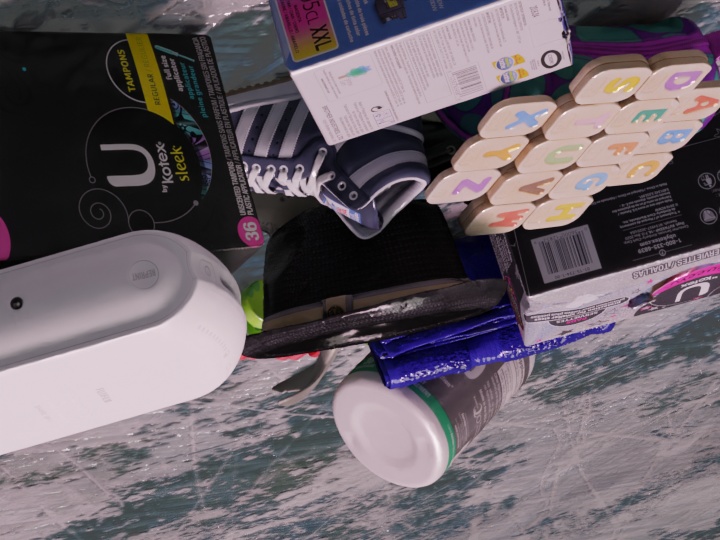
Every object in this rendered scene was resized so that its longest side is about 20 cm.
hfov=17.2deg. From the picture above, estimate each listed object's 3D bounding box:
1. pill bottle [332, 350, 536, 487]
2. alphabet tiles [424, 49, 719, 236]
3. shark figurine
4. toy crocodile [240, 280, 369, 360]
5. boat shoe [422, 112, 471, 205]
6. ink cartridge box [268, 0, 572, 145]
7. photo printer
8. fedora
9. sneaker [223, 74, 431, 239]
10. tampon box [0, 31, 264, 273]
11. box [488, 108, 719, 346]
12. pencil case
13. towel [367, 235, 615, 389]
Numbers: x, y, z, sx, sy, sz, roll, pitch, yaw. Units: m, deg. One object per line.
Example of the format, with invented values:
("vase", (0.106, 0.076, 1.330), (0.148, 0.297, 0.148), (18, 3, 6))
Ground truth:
("pill bottle", (0.075, 0.078, 1.984), (0.200, 0.113, 0.113), (-45, -178, -38))
("alphabet tiles", (0.146, -0.082, 1.585), (0.194, 0.015, 0.200), (-7, 152, -32))
("shark figurine", (-0.043, -0.009, 1.764), (0.128, 0.090, 0.216), (-27, 122, -12))
("toy crocodile", (-0.061, 0.048, 1.976), (0.199, 0.062, 0.067), (0, 156, -39))
("boat shoe", (0.074, -0.077, 1.724), (0.198, 0.067, 0.074), (1, 155, -43))
("ink cartridge box", (0.053, -0.158, 1.458), (0.199, 0.077, 0.137), (-17, 162, 5))
("photo printer", (-0.165, 0.043, 1.380), (0.199, 0.070, 0.167), (-16, 161, 0))
("fedora", (0.000, 0.000, 1.660), (0.199, 0.092, 0.201), (-10, 174, -1))
("sneaker", (-0.049, -0.066, 1.583), (0.199, 0.109, 0.070), (-17, 161, 3))
("tampon box", (-0.186, -0.052, 1.440), (0.199, 0.151, 0.126), (-4, 158, -34))
("box", (0.203, -0.039, 1.840), (0.199, 0.133, 0.115), (-16, 159, -3))
("pencil case", (0.148, -0.129, 1.611), (0.199, 0.086, 0.093), (-5, 149, -34))
("towel", (0.093, 0.017, 1.927), (0.199, 0.148, 0.050), (-14, 130, -9))
